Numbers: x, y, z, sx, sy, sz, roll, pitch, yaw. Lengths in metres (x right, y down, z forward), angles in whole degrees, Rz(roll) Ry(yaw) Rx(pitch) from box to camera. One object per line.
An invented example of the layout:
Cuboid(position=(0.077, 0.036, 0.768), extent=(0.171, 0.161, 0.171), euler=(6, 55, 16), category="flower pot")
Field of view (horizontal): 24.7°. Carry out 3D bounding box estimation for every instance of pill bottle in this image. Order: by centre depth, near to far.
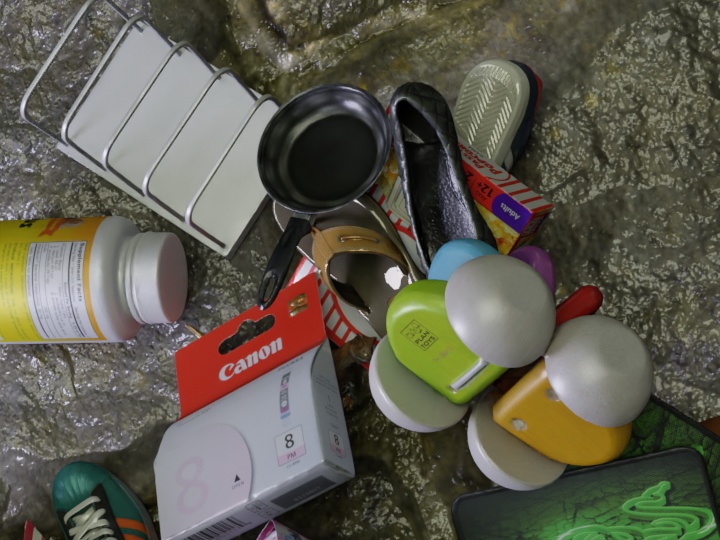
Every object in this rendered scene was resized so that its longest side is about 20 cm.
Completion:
Cuboid(position=(-0.256, 0.009, 1.424), extent=(0.199, 0.109, 0.110), euler=(-1, 78, 13), category="pill bottle")

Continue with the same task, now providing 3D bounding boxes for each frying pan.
Cuboid(position=(-0.026, -0.061, 1.295), extent=(0.115, 0.031, 0.191), euler=(-11, 65, 17), category="frying pan")

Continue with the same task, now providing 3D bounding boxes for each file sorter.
Cuboid(position=(-0.172, -0.130, 1.424), extent=(0.200, 0.125, 0.139), euler=(32, 87, 18), category="file sorter")

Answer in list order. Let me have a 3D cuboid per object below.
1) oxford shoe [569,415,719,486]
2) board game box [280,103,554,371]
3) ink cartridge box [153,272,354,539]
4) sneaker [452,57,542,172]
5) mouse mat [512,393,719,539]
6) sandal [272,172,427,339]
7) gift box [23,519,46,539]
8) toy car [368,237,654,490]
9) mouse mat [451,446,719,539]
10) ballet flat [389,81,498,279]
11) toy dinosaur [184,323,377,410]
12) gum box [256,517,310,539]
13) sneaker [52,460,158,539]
Cuboid(position=(0.212, 0.149, 1.287), extent=(0.200, 0.071, 0.071), euler=(-21, 114, 8), category="oxford shoe")
Cuboid(position=(0.043, -0.014, 1.347), extent=(0.151, 0.046, 0.200), euler=(38, 115, 18), category="board game box")
Cuboid(position=(-0.095, 0.108, 1.323), extent=(0.162, 0.057, 0.200), euler=(-29, 55, 23), category="ink cartridge box")
Cuboid(position=(0.095, -0.086, 1.381), extent=(0.075, 0.084, 0.200), euler=(38, 114, 17), category="sneaker")
Cuboid(position=(0.216, 0.203, 1.268), extent=(0.161, 0.008, 0.200), euler=(32, 108, 2), category="mouse mat")
Cuboid(position=(0.000, 0.000, 1.314), extent=(0.080, 0.054, 0.200), euler=(-46, 74, 27), category="sandal")
Cuboid(position=(-0.345, 0.292, 1.321), extent=(0.186, 0.184, 0.201), euler=(3, 84, 44), category="gift box")
Cuboid(position=(0.116, 0.052, 1.202), extent=(0.200, 0.175, 0.150), euler=(31, 51, -10), category="toy car")
Cuboid(position=(0.183, 0.228, 1.266), extent=(0.199, 0.008, 0.161), euler=(-15, 100, 13), category="mouse mat")
Cuboid(position=(0.058, -0.047, 1.270), extent=(0.066, 0.057, 0.201), euler=(-15, 95, 27), category="ballet flat")
Cuboid(position=(-0.058, 0.093, 1.389), extent=(0.200, 0.060, 0.107), euler=(-8, 75, 35), category="toy dinosaur")
Cuboid(position=(-0.070, 0.311, 1.276), extent=(0.113, 0.066, 0.200), euler=(30, 92, -12), category="gum box")
Cuboid(position=(-0.207, 0.244, 1.377), extent=(0.071, 0.080, 0.200), euler=(-34, 72, 6), category="sneaker")
